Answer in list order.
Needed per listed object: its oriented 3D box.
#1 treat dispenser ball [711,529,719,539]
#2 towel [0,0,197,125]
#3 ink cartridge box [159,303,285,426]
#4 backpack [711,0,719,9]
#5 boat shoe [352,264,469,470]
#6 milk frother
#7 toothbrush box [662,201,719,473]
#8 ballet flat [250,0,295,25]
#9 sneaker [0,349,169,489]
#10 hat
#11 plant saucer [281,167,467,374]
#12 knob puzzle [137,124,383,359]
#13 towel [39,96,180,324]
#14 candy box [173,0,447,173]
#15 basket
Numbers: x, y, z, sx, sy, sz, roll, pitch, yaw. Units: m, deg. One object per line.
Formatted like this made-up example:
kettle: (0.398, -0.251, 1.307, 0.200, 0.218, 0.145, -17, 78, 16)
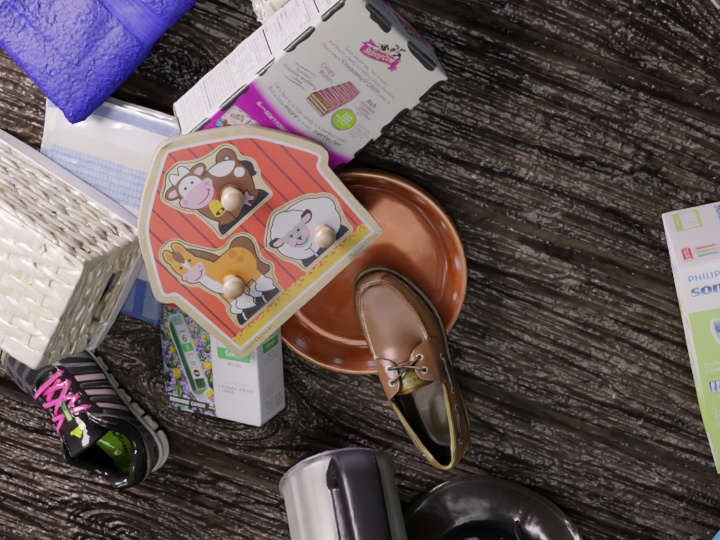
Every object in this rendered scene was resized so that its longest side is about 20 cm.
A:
treat dispenser ball: (0.411, 0.311, 1.508, 0.200, 0.201, 0.202, 1, 111, 4)
towel: (-0.233, -0.244, 1.407, 0.148, 0.050, 0.200, 47, 107, 4)
ink cartridge box: (-0.132, 0.037, 1.503, 0.109, 0.050, 0.201, 9, 114, 27)
backpack: (0.303, -0.302, 1.326, 0.200, 0.154, 0.163, 33, 117, 5)
boat shoe: (0.052, 0.090, 1.487, 0.072, 0.068, 0.200, -24, 108, 14)
milk frother: (0.044, 0.262, 1.512, 0.199, 0.189, 0.181, 5, 143, -25)
toothbrush box: (0.333, 0.055, 1.446, 0.086, 0.146, 0.201, -11, 111, 9)
ballet flat: (-0.077, -0.262, 1.398, 0.072, 0.072, 0.201, -22, 109, 12)
sneaker: (-0.267, 0.135, 1.550, 0.074, 0.088, 0.200, -40, 103, 17)
hat: (0.127, 0.299, 1.582, 0.200, 0.201, 0.081, -11, 153, 8)
plant saucer: (0.000, 0.000, 1.510, 0.199, 0.032, 0.201, 2, 111, 4)
knob puzzle: (-0.103, -0.038, 1.400, 0.219, 0.030, 0.221, -5, 116, -11)
towel: (-0.231, -0.062, 1.486, 0.146, 0.024, 0.201, 17, 111, 16)
candy box: (-0.044, -0.156, 1.410, 0.200, 0.061, 0.136, -38, 132, 17)
basket: (-0.312, -0.020, 1.448, 0.200, 0.123, 0.136, 33, 114, 9)
